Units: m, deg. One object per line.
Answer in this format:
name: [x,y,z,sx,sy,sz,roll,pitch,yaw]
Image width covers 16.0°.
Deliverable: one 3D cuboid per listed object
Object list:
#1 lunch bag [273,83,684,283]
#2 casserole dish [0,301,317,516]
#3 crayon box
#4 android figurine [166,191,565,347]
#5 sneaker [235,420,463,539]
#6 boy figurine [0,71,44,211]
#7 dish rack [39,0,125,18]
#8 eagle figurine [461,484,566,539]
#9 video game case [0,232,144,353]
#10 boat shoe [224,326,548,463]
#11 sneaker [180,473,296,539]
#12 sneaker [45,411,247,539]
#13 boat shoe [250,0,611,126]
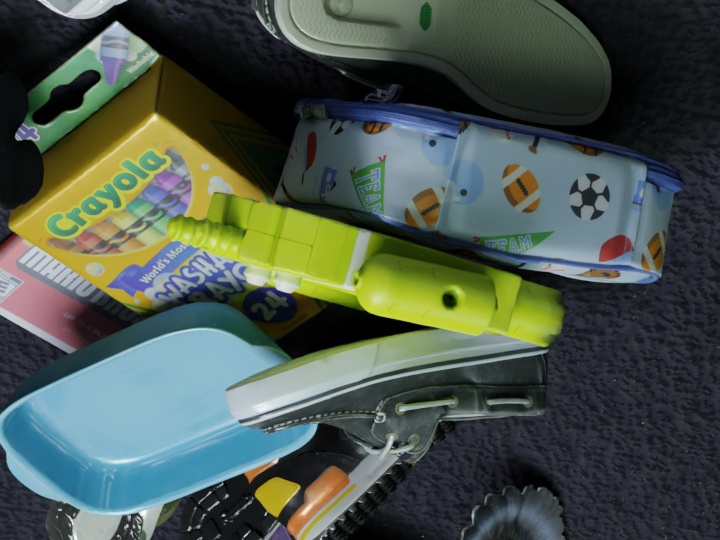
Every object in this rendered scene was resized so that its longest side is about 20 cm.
lunch bag: [0.056,-0.045,1.348,0.199,0.076,0.160,14,180,-24]
casserole dish: [-0.116,0.076,1.466,0.200,0.039,0.121,-23,131,27]
crayon box: [-0.102,-0.035,1.412,0.200,0.052,0.126,36,127,-29]
android figurine: [0.000,0.000,1.311,0.199,0.041,0.182,15,179,-23]
sneaker: [0.013,0.069,1.498,0.200,0.090,0.070,-46,167,-2]
boy figurine: [-0.273,-0.071,1.386,0.199,0.064,0.125,0,112,23]
dish rack: [-0.142,-0.206,1.237,0.172,0.044,0.200,38,134,-21]
eagle figurine: [0.076,0.230,1.675,0.151,0.151,0.200,-31,103,-21]
video game case: [-0.118,-0.009,1.490,0.143,0.017,0.200,32,129,-26]
boat shoe: [0.024,0.070,1.396,0.199,0.071,0.072,-11,179,-26]
sneaker: [-0.017,0.121,1.600,0.200,0.076,0.087,-35,154,24]
sneaker: [-0.116,0.102,1.571,0.077,0.089,0.200,45,120,3]
boat shoe: [0.039,-0.123,1.342,0.199,0.072,0.068,14,173,-21]
